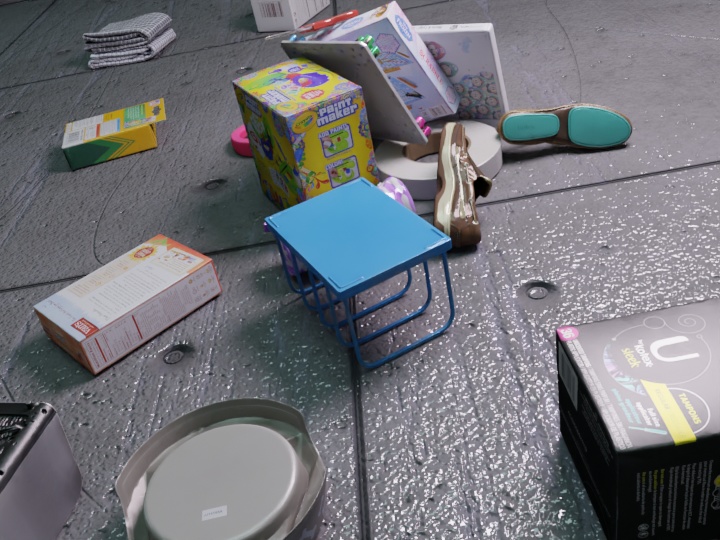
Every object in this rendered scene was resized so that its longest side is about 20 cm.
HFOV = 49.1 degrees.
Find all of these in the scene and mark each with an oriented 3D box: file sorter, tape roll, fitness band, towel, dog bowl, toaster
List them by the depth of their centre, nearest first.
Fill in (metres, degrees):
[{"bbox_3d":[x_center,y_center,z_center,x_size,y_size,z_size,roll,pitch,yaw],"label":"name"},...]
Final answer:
[{"bbox_3d":[-0.122,0.207,0.718,0.199,0.059,0.200,-9,34,6],"label":"dog bowl"},{"bbox_3d":[-0.382,0.222,0.725,0.180,0.119,0.200,-3,34,15],"label":"toaster"},{"bbox_3d":[0.000,0.000,0.924,0.138,0.123,0.200,-24,36,-18],"label":"file sorter"},{"bbox_3d":[0.120,-0.176,1.221,0.202,0.037,0.203,-9,34,6],"label":"tape roll"},{"bbox_3d":[-0.140,-0.265,1.436,0.199,0.038,0.144,-22,35,-11],"label":"fitness band"},{"bbox_3d":[-0.598,-0.599,2.031,0.199,0.086,0.166,-4,34,12],"label":"towel"}]

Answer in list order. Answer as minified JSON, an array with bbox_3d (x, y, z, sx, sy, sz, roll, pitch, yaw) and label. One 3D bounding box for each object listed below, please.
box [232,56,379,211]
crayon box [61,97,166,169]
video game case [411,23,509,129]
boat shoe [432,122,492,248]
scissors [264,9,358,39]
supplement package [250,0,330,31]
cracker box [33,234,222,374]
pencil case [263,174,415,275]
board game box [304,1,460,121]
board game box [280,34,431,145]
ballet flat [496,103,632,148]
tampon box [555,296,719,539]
[{"bbox_3d":[-0.078,-0.184,1.156,0.122,0.193,0.200,-25,36,-18],"label":"box"},{"bbox_3d":[-0.470,-0.267,1.532,0.199,0.052,0.126,-17,34,-6],"label":"crayon box"},{"bbox_3d":[0.138,-0.304,1.259,0.181,0.200,0.024,7,54,26],"label":"video game case"},{"bbox_3d":[0.142,-0.115,1.073,0.074,0.075,0.203,2,61,9],"label":"boat shoe"},{"bbox_3d":[-0.084,-0.364,1.193,0.200,0.014,0.073,-31,20,-35],"label":"scissors"},{"bbox_3d":[-0.180,-0.704,2.020,0.116,0.118,0.200,5,37,26],"label":"supplement package"},{"bbox_3d":[-0.300,0.037,1.025,0.200,0.058,0.134,-35,39,-31],"label":"cracker box"},{"bbox_3d":[-0.022,-0.064,1.057,0.199,0.084,0.086,-22,68,-17],"label":"pencil case"},{"bbox_3d":[0.026,-0.311,1.258,0.199,0.200,0.041,-7,49,40],"label":"board game box"},{"bbox_3d":[-0.005,-0.279,1.206,0.200,0.200,0.026,18,66,47],"label":"board game box"},{"bbox_3d":[0.306,-0.219,1.201,0.199,0.068,0.072,-2,14,4],"label":"ballet flat"},{"bbox_3d":[0.281,0.120,0.652,0.199,0.127,0.150,-12,34,0],"label":"tampon box"}]
